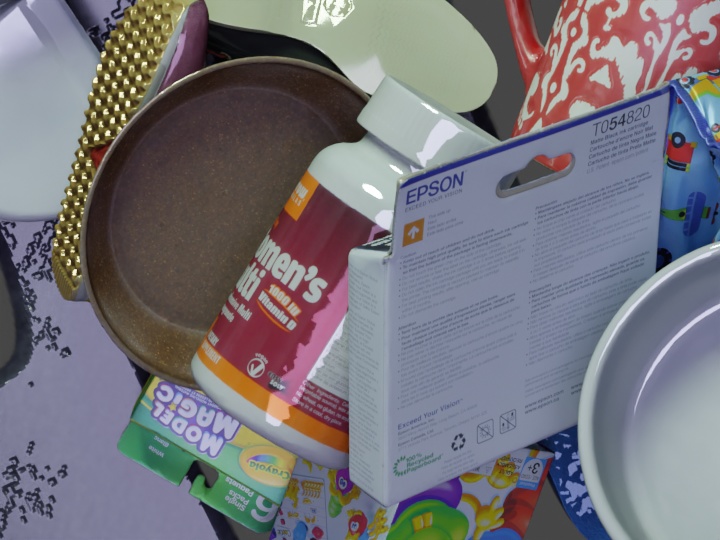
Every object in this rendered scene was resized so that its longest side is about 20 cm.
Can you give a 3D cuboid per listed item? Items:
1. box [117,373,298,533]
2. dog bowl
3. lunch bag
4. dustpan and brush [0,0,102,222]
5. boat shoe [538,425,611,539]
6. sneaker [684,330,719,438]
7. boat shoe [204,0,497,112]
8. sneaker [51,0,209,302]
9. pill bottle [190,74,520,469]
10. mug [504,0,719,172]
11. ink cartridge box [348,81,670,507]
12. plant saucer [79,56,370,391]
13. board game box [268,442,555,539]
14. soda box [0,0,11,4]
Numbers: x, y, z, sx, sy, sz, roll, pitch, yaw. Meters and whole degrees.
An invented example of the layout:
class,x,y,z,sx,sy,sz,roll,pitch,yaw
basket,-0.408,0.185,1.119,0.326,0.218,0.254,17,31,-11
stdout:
class,x,y,z,sx,sy,sz,roll,pitch,yaw
box,-0.053,0.052,1.587,0.117,0.048,0.200,30,98,-3
dog bowl,0.219,0.086,1.393,0.199,0.079,0.201,-5,74,19
lunch bag,0.231,-0.020,1.513,0.150,0.094,0.200,-14,139,-28
dustpan and brush,-0.233,-0.066,1.576,0.200,0.057,0.140,-34,109,-3
boat shoe,0.115,0.067,1.577,0.084,0.069,0.201,-11,100,4
sneaker,0.209,0.115,1.530,0.078,0.200,0.090,-17,54,4
boat shoe,-0.017,-0.141,1.556,0.201,0.063,0.074,19,77,-1
sneaker,-0.111,-0.070,1.539,0.090,0.075,0.200,10,113,-29
pill bottle,0.000,0.000,1.465,0.109,0.110,0.200,31,97,-3
mug,0.164,-0.151,1.537,0.133,0.177,0.200,14,104,-37
ink cartridge box,0.079,0.006,1.428,0.199,0.041,0.201,-20,126,-34
plant saucer,-0.068,-0.030,1.507,0.200,0.037,0.201,-9,114,-20
board game box,0.015,0.173,1.550,0.103,0.105,0.200,13,102,-37
soda box,-0.135,-0.217,1.517,0.200,0.068,0.064,-20,80,-10
